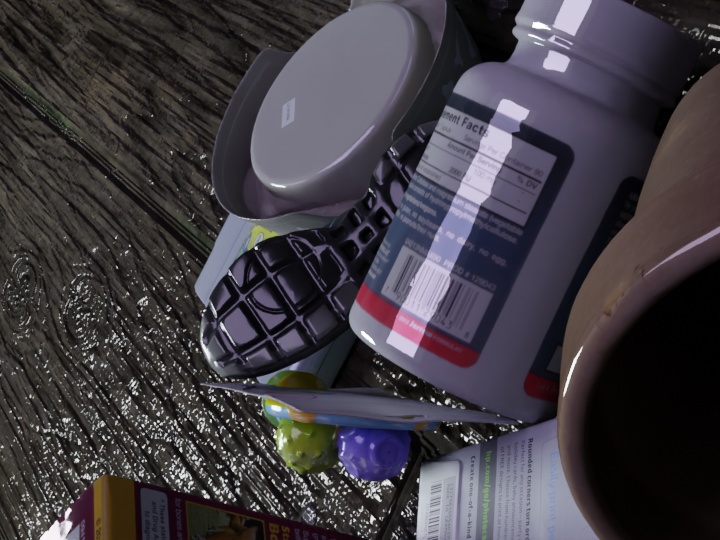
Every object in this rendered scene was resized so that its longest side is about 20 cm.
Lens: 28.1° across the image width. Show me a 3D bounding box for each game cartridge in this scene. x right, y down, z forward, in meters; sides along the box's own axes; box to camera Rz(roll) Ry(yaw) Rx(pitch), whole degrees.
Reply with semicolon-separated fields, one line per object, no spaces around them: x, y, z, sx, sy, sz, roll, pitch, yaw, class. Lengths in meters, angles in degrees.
-0.050;-0.003;0.999;0.134;0.041;0.200;-59;32;9;game cartridge

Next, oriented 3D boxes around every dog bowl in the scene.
-0.006;-0.103;0.928;0.199;0.059;0.201;-30;40;29;dog bowl

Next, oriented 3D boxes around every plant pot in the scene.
0.171;0.001;0.527;0.200;0.200;0.175;-44;22;34;plant pot

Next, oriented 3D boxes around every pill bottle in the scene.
0.086;-0.037;0.723;0.201;0.119;0.120;-64;31;6;pill bottle

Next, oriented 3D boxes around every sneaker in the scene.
0.000;0.000;0.821;0.199;0.079;0.076;-36;65;3;sneaker

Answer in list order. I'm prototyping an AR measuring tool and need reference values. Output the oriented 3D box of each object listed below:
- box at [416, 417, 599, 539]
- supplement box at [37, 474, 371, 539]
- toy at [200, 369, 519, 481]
0.099;0.147;0.669;0.200;0.041;0.157;-28;50;49;box
-0.068;0.203;0.741;0.103;0.199;0.132;-45;38;35;supplement box
-0.010;0.087;0.777;0.200;0.114;0.048;-171;86;-70;toy
